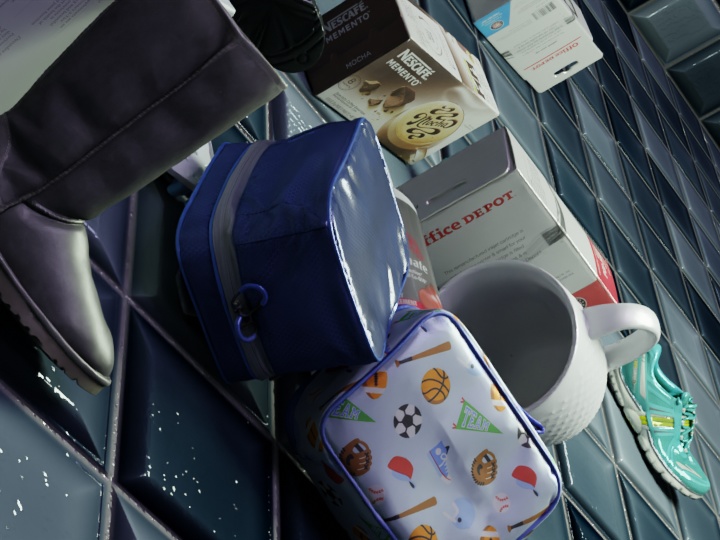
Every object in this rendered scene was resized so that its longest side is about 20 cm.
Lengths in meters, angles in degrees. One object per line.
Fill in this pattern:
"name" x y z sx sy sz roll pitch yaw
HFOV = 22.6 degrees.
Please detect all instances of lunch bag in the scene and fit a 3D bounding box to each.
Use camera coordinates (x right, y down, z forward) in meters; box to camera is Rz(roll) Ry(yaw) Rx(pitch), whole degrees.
"lunch bag" 0.051 0.132 1.294 0.160 0.076 0.200 -43 112 -24
"lunch bag" -0.054 -0.009 1.254 0.200 0.132 0.136 -68 145 -61

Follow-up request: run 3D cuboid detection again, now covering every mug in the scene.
"mug" 0.171 0.078 1.610 0.175 0.200 0.148 41 32 -61

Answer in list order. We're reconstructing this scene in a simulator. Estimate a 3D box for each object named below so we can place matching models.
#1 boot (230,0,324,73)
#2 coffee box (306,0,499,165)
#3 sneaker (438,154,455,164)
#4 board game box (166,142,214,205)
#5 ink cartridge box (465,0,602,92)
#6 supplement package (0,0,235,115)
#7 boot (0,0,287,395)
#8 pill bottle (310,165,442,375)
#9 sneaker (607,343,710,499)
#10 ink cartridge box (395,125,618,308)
"boot" -0.100 -0.291 1.636 0.198 0.073 0.162 51 18 -27
"coffee box" 0.038 -0.194 1.780 0.200 0.113 0.080 32 34 -56
"sneaker" 0.131 -0.025 1.874 0.091 0.078 0.200 23 44 -85
"board game box" -0.182 -0.159 1.300 0.200 0.026 0.200 37 31 -49
"ink cartridge box" 0.243 -0.345 2.518 0.200 0.116 0.067 39 27 -49
"supplement package" -0.209 -0.184 1.039 0.151 0.152 0.200 57 15 25
"boot" -0.127 -0.053 1.012 0.182 0.200 0.073 57 -9 -17
"pill bottle" 0.000 0.000 1.413 0.111 0.111 0.200 40 28 -46
"sneaker" 0.367 0.181 2.151 0.200 0.080 0.078 62 19 1
"ink cartridge box" 0.133 -0.019 1.725 0.200 0.147 0.083 51 20 -31
